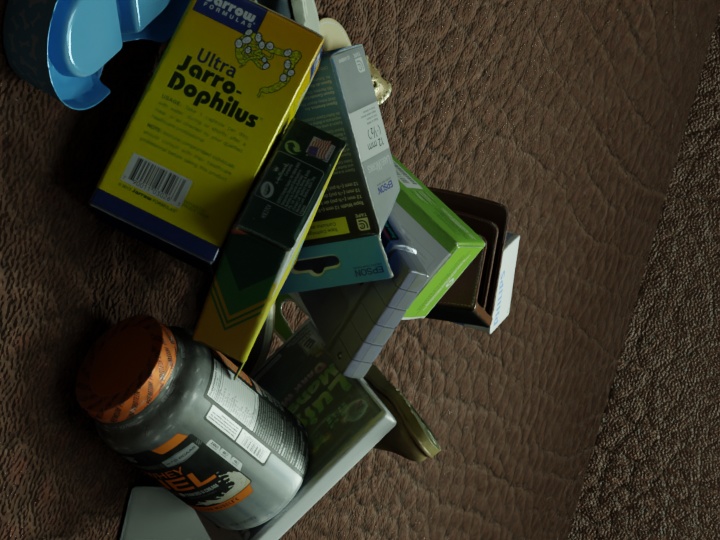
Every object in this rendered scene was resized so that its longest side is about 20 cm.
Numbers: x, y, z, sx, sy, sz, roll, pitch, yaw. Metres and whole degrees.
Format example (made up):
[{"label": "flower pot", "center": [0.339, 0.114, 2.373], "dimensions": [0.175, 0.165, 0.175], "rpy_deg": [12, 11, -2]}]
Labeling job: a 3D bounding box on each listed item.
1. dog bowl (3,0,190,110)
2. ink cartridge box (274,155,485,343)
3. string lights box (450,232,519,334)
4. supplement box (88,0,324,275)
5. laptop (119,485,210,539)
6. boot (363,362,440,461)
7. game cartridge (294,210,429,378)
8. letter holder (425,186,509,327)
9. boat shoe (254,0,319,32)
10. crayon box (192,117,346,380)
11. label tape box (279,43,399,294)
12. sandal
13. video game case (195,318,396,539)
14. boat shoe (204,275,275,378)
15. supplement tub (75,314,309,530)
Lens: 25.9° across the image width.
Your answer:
[{"label": "dog bowl", "center": [-0.192, -0.203, 1.162], "dimensions": [0.200, 0.050, 0.112], "rpy_deg": [-54, 152, -42]}, {"label": "ink cartridge box", "center": [0.000, 0.000, 1.559], "dimensions": [0.200, 0.148, 0.076], "rpy_deg": [-51, 161, 18]}, {"label": "string lights box", "center": [0.069, -0.011, 1.744], "dimensions": [0.059, 0.200, 0.103], "rpy_deg": [-41, 142, -55]}, {"label": "supplement box", "center": [-0.121, -0.111, 1.251], "dimensions": [0.200, 0.109, 0.109], "rpy_deg": [-64, -178, -6]}, {"label": "laptop", "center": [-0.191, 0.290, 1.583], "dimensions": [0.200, 0.116, 0.187], "rpy_deg": [-125, -131, -80]}, {"label": "boot", "center": [-0.034, 0.185, 1.459], "dimensions": [0.200, 0.175, 0.066], "rpy_deg": [-39, 113, -3]}, {"label": "game cartridge", "center": [-0.014, -0.013, 1.447], "dimensions": [0.038, 0.200, 0.130], "rpy_deg": [10, 122, -33]}, {"label": "letter holder", "center": [0.044, -0.030, 1.644], "dimensions": [0.101, 0.200, 0.142], "rpy_deg": [39, 60, -71]}, {"label": "boat shoe", "center": [-0.074, -0.216, 1.425], "dimensions": [0.200, 0.062, 0.075], "rpy_deg": [85, 12, -61]}, {"label": "crayon box", "center": [-0.080, -0.013, 1.277], "dimensions": [0.200, 0.051, 0.127], "rpy_deg": [115, -1, -51]}, {"label": "label tape box", "center": [-0.047, -0.087, 1.386], "dimensions": [0.066, 0.143, 0.200], "rpy_deg": [-36, 114, -58]}, {"label": "sandal", "center": [0.003, -0.189, 1.629], "dimensions": [0.078, 0.070, 0.212], "rpy_deg": [-66, 158, -20]}, {"label": "video game case", "center": [-0.078, 0.158, 1.453], "dimensions": [0.200, 0.182, 0.023], "rpy_deg": [-44, 127, 2]}, {"label": "boat shoe", "center": [-0.117, 0.027, 1.500], "dimensions": [0.065, 0.072, 0.200], "rpy_deg": [-8, 128, -41]}, {"label": "supplement tub", "center": [-0.145, 0.130, 1.357], "dimensions": [0.200, 0.122, 0.123], "rpy_deg": [44, 61, -38]}]
